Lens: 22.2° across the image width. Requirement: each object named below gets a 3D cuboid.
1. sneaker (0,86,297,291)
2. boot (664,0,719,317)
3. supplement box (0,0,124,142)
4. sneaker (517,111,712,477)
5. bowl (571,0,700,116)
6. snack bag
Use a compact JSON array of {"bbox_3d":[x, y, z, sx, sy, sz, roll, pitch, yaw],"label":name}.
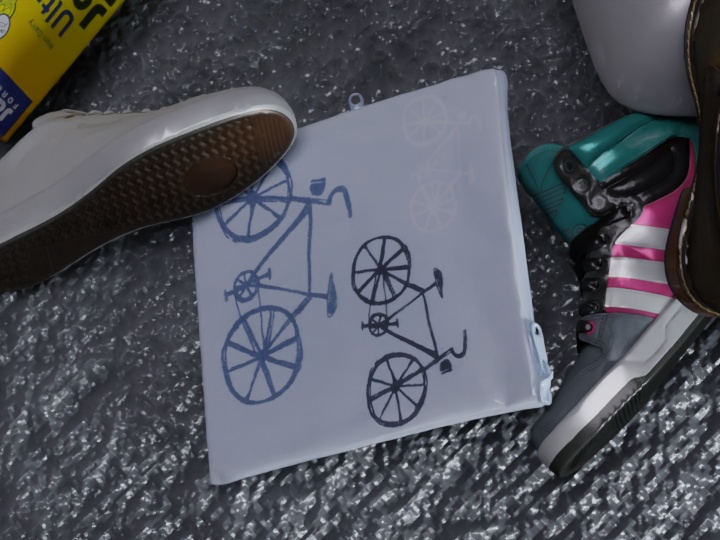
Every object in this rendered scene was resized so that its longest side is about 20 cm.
[{"bbox_3d":[-0.131,-0.066,0.981,0.198,0.073,0.085,-22,56,13],"label":"sneaker"},{"bbox_3d":[0.190,-0.076,0.836,0.074,0.097,0.202,6,91,-7],"label":"boot"},{"bbox_3d":[-0.190,-0.193,1.010,0.109,0.109,0.201,29,77,41],"label":"supplement box"},{"bbox_3d":[0.119,-0.005,0.923,0.120,0.084,0.200,36,72,13],"label":"sneaker"},{"bbox_3d":[0.206,-0.183,0.947,0.197,0.075,0.202,-4,58,-7],"label":"bowl"},{"bbox_3d":[0.000,0.000,0.945,0.198,0.021,0.190,-16,66,24],"label":"snack bag"}]
